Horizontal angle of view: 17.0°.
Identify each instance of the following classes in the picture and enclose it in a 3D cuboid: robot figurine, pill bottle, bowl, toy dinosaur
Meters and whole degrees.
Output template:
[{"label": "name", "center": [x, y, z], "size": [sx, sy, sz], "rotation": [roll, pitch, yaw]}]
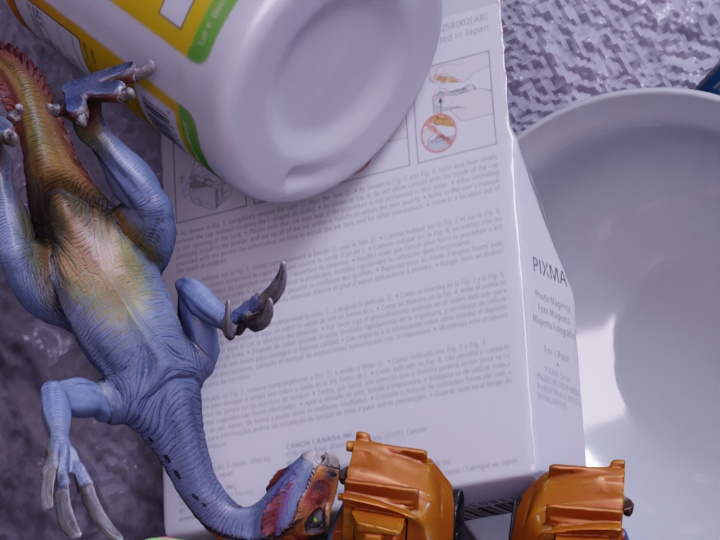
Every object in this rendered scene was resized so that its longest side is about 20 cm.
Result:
[{"label": "robot figurine", "center": [0.040, 0.148, 0.878], "size": [0.144, 0.201, 0.058], "rotation": [6, 39, 7]}, {"label": "pill bottle", "center": [-0.073, -0.121, 0.911], "size": [0.111, 0.111, 0.200], "rotation": [-46, 57, -10]}, {"label": "bowl", "center": [0.126, 0.034, 0.926], "size": [0.200, 0.090, 0.203], "rotation": [-1, 87, 27]}, {"label": "toy dinosaur", "center": [-0.072, 0.014, 0.880], "size": [0.104, 0.200, 0.182], "rotation": [-23, 117, 4]}]

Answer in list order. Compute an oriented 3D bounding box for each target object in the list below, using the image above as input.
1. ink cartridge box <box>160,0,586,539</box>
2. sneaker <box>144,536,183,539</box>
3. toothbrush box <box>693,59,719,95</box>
[{"label": "ink cartridge box", "center": [0.000, 0.000, 0.927], "size": [0.162, 0.057, 0.202], "rotation": [-13, 66, 27]}, {"label": "sneaker", "center": [-0.046, 0.182, 0.837], "size": [0.200, 0.076, 0.084], "rotation": [55, 38, -29]}, {"label": "toothbrush box", "center": [0.257, -0.061, 0.973], "size": [0.200, 0.085, 0.147], "rotation": [42, 79, 3]}]
